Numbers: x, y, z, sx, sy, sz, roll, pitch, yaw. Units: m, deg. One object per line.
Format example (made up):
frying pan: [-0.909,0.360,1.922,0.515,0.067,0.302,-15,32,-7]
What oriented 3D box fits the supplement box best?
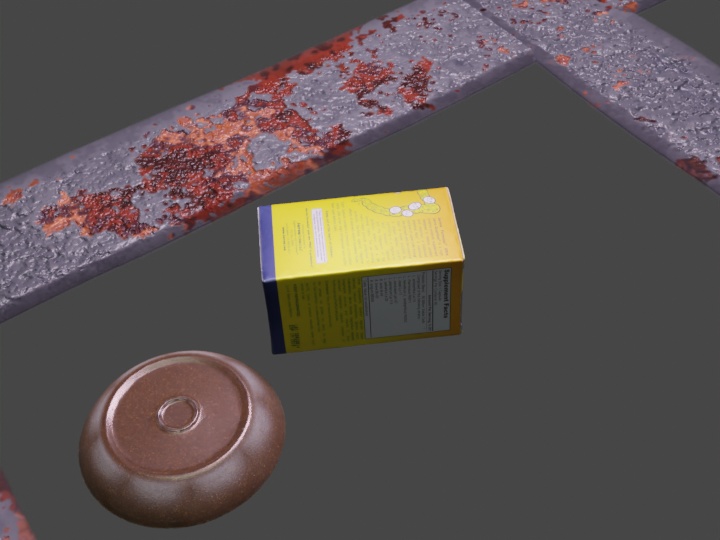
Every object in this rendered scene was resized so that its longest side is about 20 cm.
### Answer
supplement box: [0.000,0.000,1.134,0.196,0.110,0.111,-6,45,-3]

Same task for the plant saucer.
plant saucer: [-0.169,0.145,1.056,0.196,0.037,0.203,-1,45,1]
